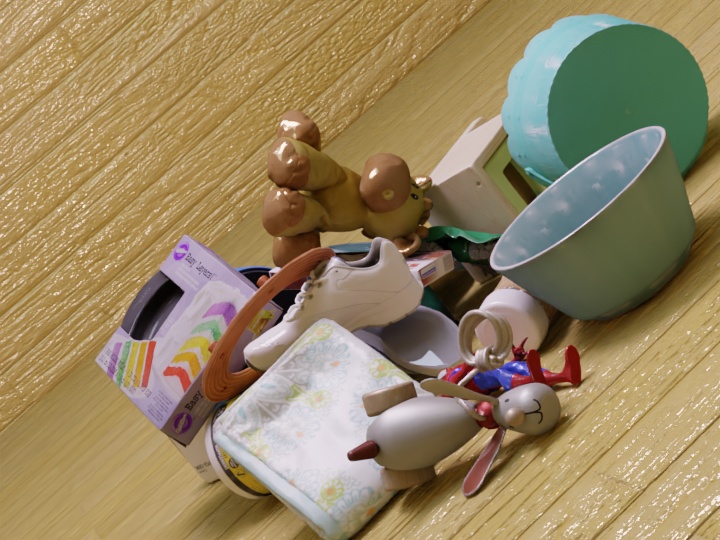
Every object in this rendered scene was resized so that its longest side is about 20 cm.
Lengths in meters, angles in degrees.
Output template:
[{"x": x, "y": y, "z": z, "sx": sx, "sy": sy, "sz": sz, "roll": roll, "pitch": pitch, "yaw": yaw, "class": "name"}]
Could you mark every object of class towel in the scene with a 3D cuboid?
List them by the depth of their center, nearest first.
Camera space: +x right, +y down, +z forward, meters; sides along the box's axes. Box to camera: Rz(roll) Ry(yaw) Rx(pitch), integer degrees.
[{"x": -0.027, "y": 0.149, "z": 1.558, "sx": 0.171, "sy": 0.048, "sz": 0.200, "roll": -45, "pitch": 51, "yaw": -13, "class": "towel"}]

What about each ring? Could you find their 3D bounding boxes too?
[{"x": -0.096, "y": 0.053, "z": 1.697, "sx": 0.200, "sy": 0.019, "sz": 0.201, "roll": -44, "pitch": -18, "yaw": -18, "class": "ring"}]

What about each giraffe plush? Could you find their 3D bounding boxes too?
[{"x": -0.005, "y": -0.075, "z": 1.807, "sx": 0.200, "sy": 0.161, "sz": 0.173, "roll": 58, "pitch": -143, "yaw": -69, "class": "giraffe plush"}]

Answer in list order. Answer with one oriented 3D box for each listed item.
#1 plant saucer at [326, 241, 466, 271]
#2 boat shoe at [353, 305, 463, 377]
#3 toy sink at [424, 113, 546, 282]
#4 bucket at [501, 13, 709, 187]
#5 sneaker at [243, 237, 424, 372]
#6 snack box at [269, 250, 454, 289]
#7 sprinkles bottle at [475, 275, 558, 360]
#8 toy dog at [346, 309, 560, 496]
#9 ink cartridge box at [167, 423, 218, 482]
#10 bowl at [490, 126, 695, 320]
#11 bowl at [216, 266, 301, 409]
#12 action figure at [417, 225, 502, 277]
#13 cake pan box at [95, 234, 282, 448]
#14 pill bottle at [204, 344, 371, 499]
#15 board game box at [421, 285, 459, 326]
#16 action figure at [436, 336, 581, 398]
[{"x": 0.038, "y": -0.017, "z": 1.976, "sx": 0.199, "sy": 0.028, "sz": 0.200, "roll": -1, "pitch": 6, "yaw": 0, "class": "plant saucer"}, {"x": 0.043, "y": 0.075, "z": 1.744, "sx": 0.074, "sy": 0.065, "sz": 0.200, "roll": -43, "pitch": 42, "yaw": -20, "class": "boat shoe"}, {"x": 0.174, "y": -0.106, "z": 1.923, "sx": 0.112, "sy": 0.131, "sz": 0.200, "roll": -29, "pitch": 14, "yaw": 42, "class": "toy sink"}, {"x": 0.260, "y": -0.170, "z": 1.725, "sx": 0.207, "sy": 0.207, "sz": 0.135, "roll": -40, "pitch": 13, "yaw": -3, "class": "bucket"}, {"x": -0.036, "y": 0.035, "z": 1.674, "sx": 0.199, "sy": 0.087, "sz": 0.074, "roll": -30, "pitch": 23, "yaw": -12, "class": "sneaker"}, {"x": 0.000, "y": 0.000, "z": 1.803, "sx": 0.199, "sy": 0.024, "sz": 0.072, "roll": -1, "pitch": 18, "yaw": 35, "class": "snack box"}, {"x": 0.178, "y": 0.008, "z": 1.627, "sx": 0.068, "sy": 0.068, "sz": 0.200, "roll": -30, "pitch": 14, "yaw": 40, "class": "sprinkles bottle"}, {"x": 0.065, "y": 0.135, "z": 1.409, "sx": 0.096, "sy": 0.132, "sz": 0.200, "roll": -18, "pitch": -19, "yaw": -50, "class": "toy dog"}, {"x": -0.124, "y": 0.152, "z": 2.015, "sx": 0.147, "sy": 0.083, "sz": 0.200, "roll": -27, "pitch": 16, "yaw": 45, "class": "ink cartridge box"}, {"x": 0.228, "y": -0.029, "z": 1.511, "sx": 0.201, "sy": 0.105, "sz": 0.201, "roll": -37, "pitch": 12, "yaw": 9, "class": "bowl"}, {"x": -0.114, "y": 0.089, "z": 1.919, "sx": 0.201, "sy": 0.201, "sz": 0.039, "roll": -48, "pitch": 11, "yaw": -36, "class": "bowl"}, {"x": 0.121, "y": -0.023, "z": 1.812, "sx": 0.118, "sy": 0.055, "sz": 0.200, "roll": 8, "pitch": -4, "yaw": -41, "class": "action figure"}, {"x": -0.194, "y": 0.072, "z": 1.823, "sx": 0.184, "sy": 0.052, "sz": 0.200, "roll": -52, "pitch": 37, "yaw": 0, "class": "cake pan box"}, {"x": -0.061, "y": 0.154, "z": 1.730, "sx": 0.200, "sy": 0.111, "sz": 0.111, "roll": -33, "pitch": 13, "yaw": 31, "class": "pill bottle"}, {"x": -0.003, "y": 0.075, "z": 1.833, "sx": 0.200, "sy": 0.135, "sz": 0.028, "roll": -40, "pitch": -31, "yaw": 1, "class": "board game box"}, {"x": 0.124, "y": 0.093, "z": 1.497, "sx": 0.065, "sy": 0.052, "sz": 0.200, "roll": -10, "pitch": -6, "yaw": -28, "class": "action figure"}]
